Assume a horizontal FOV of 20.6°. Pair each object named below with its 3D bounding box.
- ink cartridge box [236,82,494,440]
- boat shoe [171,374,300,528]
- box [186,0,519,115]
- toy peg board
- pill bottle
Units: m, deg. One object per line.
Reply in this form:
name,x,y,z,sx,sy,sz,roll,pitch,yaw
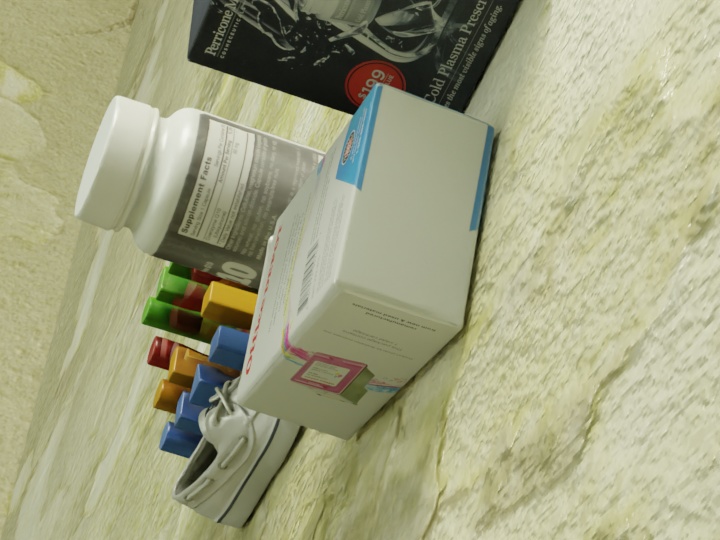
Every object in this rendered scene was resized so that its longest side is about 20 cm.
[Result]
ink cartridge box,0.000,0.000,1.227,0.200,0.085,0.145,132,153,-58
boat shoe,-0.088,0.117,1.474,0.074,0.065,0.200,-90,22,-54
box,0.008,-0.207,1.255,0.104,0.182,0.200,-89,21,-52
toy peg board,-0.122,0.056,1.626,0.200,0.098,0.199,120,162,-44
pill bottle,-0.100,-0.053,1.451,0.114,0.200,0.114,-162,90,-77
